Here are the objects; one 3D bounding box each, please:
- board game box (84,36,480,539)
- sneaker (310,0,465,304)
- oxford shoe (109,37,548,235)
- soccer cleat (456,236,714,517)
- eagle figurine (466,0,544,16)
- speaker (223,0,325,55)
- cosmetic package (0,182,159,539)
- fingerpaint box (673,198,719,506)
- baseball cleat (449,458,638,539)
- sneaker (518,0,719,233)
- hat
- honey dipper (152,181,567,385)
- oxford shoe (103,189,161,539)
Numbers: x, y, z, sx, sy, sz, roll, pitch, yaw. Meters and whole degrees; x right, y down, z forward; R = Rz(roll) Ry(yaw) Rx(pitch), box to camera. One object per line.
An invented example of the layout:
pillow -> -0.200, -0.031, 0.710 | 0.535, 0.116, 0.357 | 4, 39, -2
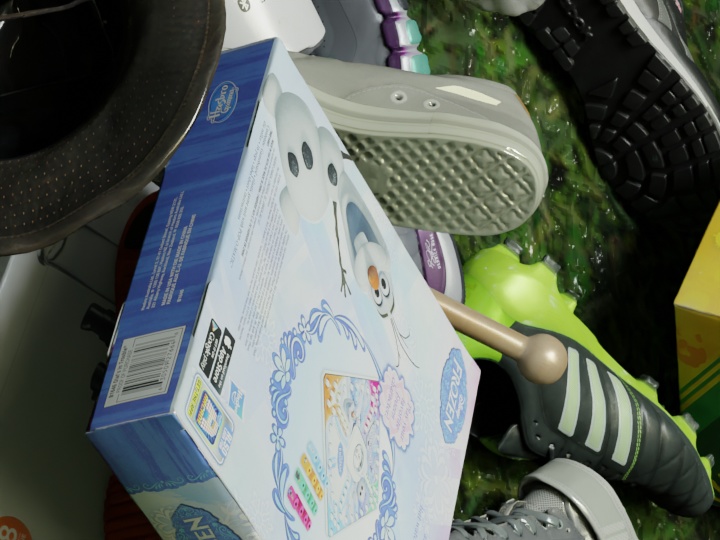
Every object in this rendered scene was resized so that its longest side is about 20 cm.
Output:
board game box -> -0.023, 0.050, 1.138 | 0.199, 0.043, 0.201 | 57, 32, -36
sneaker -> -0.014, -0.055, 1.308 | 0.087, 0.074, 0.201 | -18, 94, -36
oxford shoe -> -0.019, -0.061, 1.218 | 0.058, 0.199, 0.075 | -77, 176, -50
soccer cleat -> 0.099, 0.068, 1.408 | 0.081, 0.067, 0.200 | -51, 124, -11
eagle figurine -> 0.025, -0.203, 1.327 | 0.151, 0.152, 0.200 | 41, 25, 19
speaker -> -0.091, -0.173, 1.246 | 0.081, 0.081, 0.201 | -39, 110, -41
cosmetic package -> -0.113, 0.062, 1.205 | 0.151, 0.052, 0.201 | 34, 61, -32
fingerpaint box -> 0.224, 0.000, 1.477 | 0.167, 0.073, 0.201 | 79, 32, -52
baseball cleat -> 0.059, 0.126, 1.345 | 0.200, 0.069, 0.107 | 33, 72, -47
sneaker -> 0.147, -0.117, 1.476 | 0.201, 0.075, 0.088 | 59, 43, -19
hat -> -0.137, -0.080, 1.156 | 0.081, 0.199, 0.201 | 75, 30, -60
honey dipper -> 0.000, 0.000, 1.272 | 0.199, 0.038, 0.038 | 27, 61, -7
oxford shoe -> -0.055, 0.069, 1.177 | 0.072, 0.071, 0.201 | 16, 71, -46
